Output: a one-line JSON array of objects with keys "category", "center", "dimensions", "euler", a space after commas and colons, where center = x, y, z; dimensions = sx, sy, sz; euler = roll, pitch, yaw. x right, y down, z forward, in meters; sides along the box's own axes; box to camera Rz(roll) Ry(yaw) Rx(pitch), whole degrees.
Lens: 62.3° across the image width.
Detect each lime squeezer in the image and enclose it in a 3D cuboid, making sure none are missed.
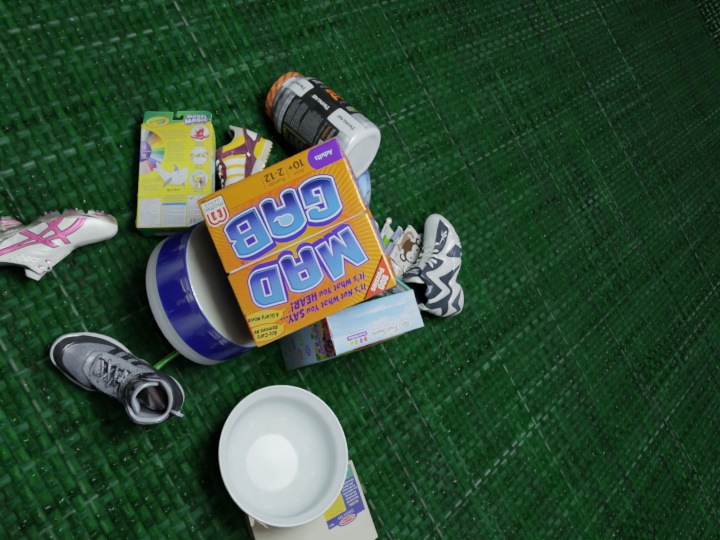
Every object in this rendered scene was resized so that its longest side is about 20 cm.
[{"category": "lime squeezer", "center": [-0.260, 0.074, 0.937], "dimensions": [0.069, 0.038, 0.203], "euler": [12, 67, 7]}]

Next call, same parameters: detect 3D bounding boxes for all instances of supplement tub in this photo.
[{"category": "supplement tub", "center": [-0.070, -0.257, 1.061], "dimensions": [0.199, 0.123, 0.122], "euler": [41, 55, 17]}]

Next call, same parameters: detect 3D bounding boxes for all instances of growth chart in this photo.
[{"category": "growth chart", "center": [0.107, -0.018, 1.189], "dimensions": [0.198, 0.018, 0.147], "euler": [30, 61, -21]}]

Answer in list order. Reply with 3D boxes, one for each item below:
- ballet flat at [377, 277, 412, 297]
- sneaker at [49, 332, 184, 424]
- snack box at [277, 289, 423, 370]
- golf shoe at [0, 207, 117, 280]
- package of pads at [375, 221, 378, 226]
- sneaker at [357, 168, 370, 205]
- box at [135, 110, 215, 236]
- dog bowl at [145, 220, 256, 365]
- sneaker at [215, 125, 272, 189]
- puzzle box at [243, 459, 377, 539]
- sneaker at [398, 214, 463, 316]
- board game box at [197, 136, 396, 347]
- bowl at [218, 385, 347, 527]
[{"category": "ballet flat", "center": [0.000, 0.000, 0.991], "dimensions": [0.199, 0.074, 0.075], "euler": [41, 59, -12]}, {"category": "sneaker", "center": [-0.326, 0.147, 0.814], "dimensions": [0.198, 0.113, 0.076], "euler": [33, 76, -20]}, {"category": "snack box", "center": [-0.021, 0.099, 0.966], "dimensions": [0.166, 0.199, 0.069], "euler": [-14, 83, -31]}, {"category": "golf shoe", "center": [-0.441, -0.034, 0.836], "dimensions": [0.196, 0.072, 0.094], "euler": [-12, 87, -23]}, {"category": "package of pads", "center": [-0.077, -0.082, 1.068], "dimensions": [0.199, 0.068, 0.156], "euler": [40, 60, -15]}, {"category": "sneaker", "center": [-0.028, -0.204, 1.142], "dimensions": [0.077, 0.066, 0.204], "euler": [-7, 80, -16]}, {"category": "box", "center": [-0.292, -0.158, 0.951], "dimensions": [0.115, 0.048, 0.204], "euler": [-1, 77, -5]}, {"category": "dog bowl", "center": [-0.217, 0.031, 0.885], "dimensions": [0.201, 0.078, 0.203], "euler": [50, 28, -38]}, {"category": "sneaker", "center": [-0.219, -0.153, 1.007], "dimensions": [0.089, 0.075, 0.203], "euler": [23, 58, -14]}, {"category": "puzzle box", "center": [-0.075, 0.406, 0.946], "dimensions": [0.197, 0.025, 0.135], "euler": [-16, 84, -34]}, {"category": "sneaker", "center": [0.125, -0.012, 1.138], "dimensions": [0.128, 0.079, 0.204], "euler": [2, 84, -41]}, {"category": "board game box", "center": [-0.075, -0.040, 0.843], "dimensions": [0.197, 0.200, 0.203], "euler": [-23, 91, 4]}, {"category": "bowl", "center": [-0.125, 0.286, 0.902], "dimensions": [0.197, 0.090, 0.205], "euler": [13, 57, -21]}]
